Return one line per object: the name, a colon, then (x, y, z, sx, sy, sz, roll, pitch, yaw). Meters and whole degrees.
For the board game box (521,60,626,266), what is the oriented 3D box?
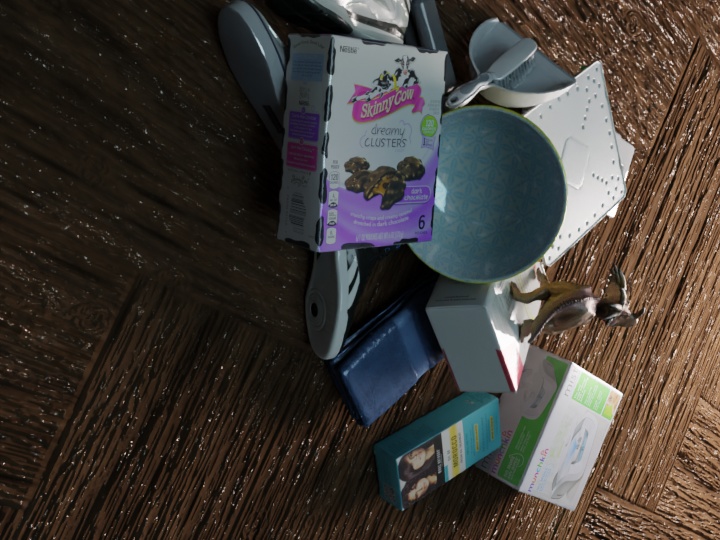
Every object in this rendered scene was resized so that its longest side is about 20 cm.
board game box: (0.274, -0.143, 1.056, 0.199, 0.026, 0.203, -37, 119, -30)

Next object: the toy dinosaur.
toy dinosaur: (0.267, 0.041, 0.980, 0.199, 0.133, 0.088, -10, 96, -59)

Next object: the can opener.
can opener: (0.083, -0.224, 0.950, 0.066, 0.052, 0.203, -34, 121, -33)

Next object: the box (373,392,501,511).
box: (0.110, 0.242, 1.102, 0.198, 0.049, 0.084, -23, 115, -34)

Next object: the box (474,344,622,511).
box: (0.289, 0.241, 1.223, 0.175, 0.096, 0.203, 30, 83, -43)

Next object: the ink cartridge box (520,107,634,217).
ink cartridge box: (0.302, -0.159, 1.141, 0.198, 0.066, 0.118, 18, 89, -41)

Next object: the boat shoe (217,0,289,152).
boat shoe: (-0.075, -0.193, 0.818, 0.066, 0.071, 0.202, -48, 128, -24)

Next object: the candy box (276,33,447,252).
candy box: (0.004, -0.130, 0.816, 0.166, 0.071, 0.205, -7, 107, -42)

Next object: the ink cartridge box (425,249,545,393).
ink cartridge box: (0.167, 0.033, 1.025, 0.147, 0.082, 0.201, 64, 37, -32)

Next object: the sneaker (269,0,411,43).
sneaker: (-0.016, -0.307, 0.836, 0.199, 0.075, 0.118, 9, 95, -50)

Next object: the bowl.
bowl: (0.143, -0.097, 0.937, 0.108, 0.195, 0.205, -52, 141, -68)

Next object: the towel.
towel: (0.048, 0.098, 1.012, 0.199, 0.048, 0.113, -38, 122, -27)

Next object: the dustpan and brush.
dustpan and brush: (0.164, -0.235, 0.960, 0.199, 0.139, 0.058, -41, 163, -23)

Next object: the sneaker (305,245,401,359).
sneaker: (0.000, 0.000, 0.929, 0.110, 0.072, 0.205, -4, 103, -37)
